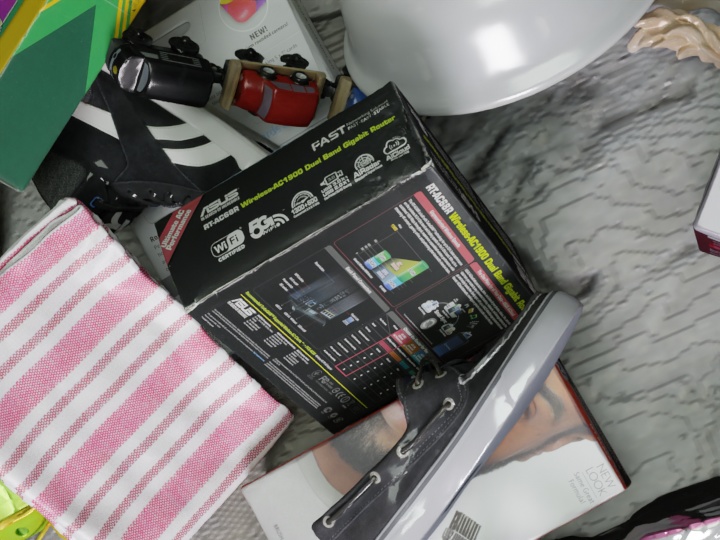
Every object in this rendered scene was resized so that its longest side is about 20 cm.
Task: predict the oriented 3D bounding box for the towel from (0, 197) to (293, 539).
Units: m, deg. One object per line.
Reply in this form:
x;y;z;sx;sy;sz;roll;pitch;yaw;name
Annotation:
-0.146;0.075;0.990;0.146;0.030;0.200;-48;111;-14;towel

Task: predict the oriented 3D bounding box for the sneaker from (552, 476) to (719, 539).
0.173;0.183;0.989;0.200;0.080;0.087;-23;96;18;sneaker

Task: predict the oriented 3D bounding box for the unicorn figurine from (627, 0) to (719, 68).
0.234;-0.209;0.988;0.137;0.074;0.201;20;108;11;unicorn figurine

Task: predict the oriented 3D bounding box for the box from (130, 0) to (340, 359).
-0.071;-0.065;1.056;0.156;0.041;0.200;-31;83;9;box

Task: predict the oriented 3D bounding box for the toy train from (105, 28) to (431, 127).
-0.046;-0.103;0.981;0.199;0.046;0.034;7;121;-23;toy train

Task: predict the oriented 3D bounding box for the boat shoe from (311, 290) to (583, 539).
0.043;0.084;0.955;0.066;0.070;0.200;37;102;11;boat shoe

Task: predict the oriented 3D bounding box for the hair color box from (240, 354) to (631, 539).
0.045;0.127;1.015;0.200;0.064;0.111;-31;82;8;hair color box

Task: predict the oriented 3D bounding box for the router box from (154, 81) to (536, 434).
0.000;0.000;0.954;0.150;0.200;0.062;-29;57;9;router box

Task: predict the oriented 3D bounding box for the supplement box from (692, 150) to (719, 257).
0.236;-0.025;0.908;0.109;0.200;0.061;21;91;11;supplement box

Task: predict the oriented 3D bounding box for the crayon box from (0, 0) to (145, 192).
-0.207;-0.165;1.024;0.173;0.058;0.200;-55;40;5;crayon box

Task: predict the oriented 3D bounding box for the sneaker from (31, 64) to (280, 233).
-0.112;-0.047;1.013;0.200;0.073;0.112;35;98;19;sneaker

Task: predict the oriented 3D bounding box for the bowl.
0.064;-0.186;0.950;0.201;0.090;0.201;-19;40;16;bowl

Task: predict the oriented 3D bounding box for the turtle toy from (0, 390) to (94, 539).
-0.208;0.093;1.048;0.200;0.101;0.146;-27;106;7;turtle toy
